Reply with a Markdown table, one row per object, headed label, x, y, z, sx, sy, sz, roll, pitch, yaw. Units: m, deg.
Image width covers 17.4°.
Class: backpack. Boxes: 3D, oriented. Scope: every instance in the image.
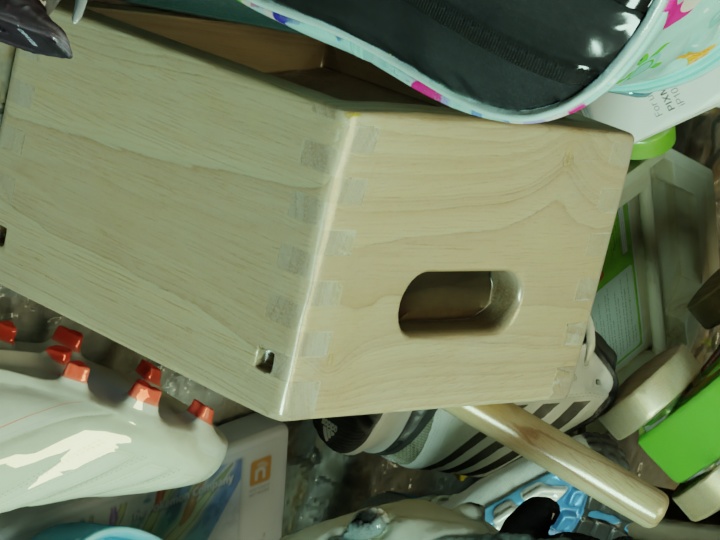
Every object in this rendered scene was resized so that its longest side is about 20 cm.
| label | x | y | z | sx | sy | sz | roll | pitch | yaw |
| --- | --- | --- | --- | --- | --- | --- | --- | --- | --- |
| backpack | 0.043 | -0.141 | 0.688 | 0.150 | 0.200 | 0.178 | -11 | 126 | -47 |

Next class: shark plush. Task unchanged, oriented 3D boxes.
| label | x | y | z | sx | sy | sz | roll | pitch | yaw |
| --- | --- | --- | --- | --- | --- | --- | --- | --- | --- |
| shark plush | 0.021 | 0.126 | 0.843 | 0.091 | 0.200 | 0.084 | 11 | 63 | -63 |

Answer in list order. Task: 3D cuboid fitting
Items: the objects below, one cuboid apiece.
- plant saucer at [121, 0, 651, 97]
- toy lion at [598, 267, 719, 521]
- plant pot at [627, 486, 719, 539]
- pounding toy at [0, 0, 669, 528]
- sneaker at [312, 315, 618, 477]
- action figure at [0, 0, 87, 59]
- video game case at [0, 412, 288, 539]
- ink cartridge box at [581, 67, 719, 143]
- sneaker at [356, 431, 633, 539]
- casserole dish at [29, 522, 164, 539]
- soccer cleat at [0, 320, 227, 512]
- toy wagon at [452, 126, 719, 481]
| label | x | y | z | sx | sy | sz | roll | pitch | yaw |
| --- | --- | --- | --- | --- | --- | --- | --- | --- | --- |
| plant saucer | 0.017 | -0.093 | 0.824 | 0.199 | 0.070 | 0.019 | 8 | 79 | -11 |
| toy lion | 0.212 | 0.000 | 1.010 | 0.192 | 0.069 | 0.200 | -44 | 178 | 34 |
| plant pot | 0.124 | 0.147 | 1.040 | 0.201 | 0.200 | 0.093 | 5 | 96 | -50 |
| pounding toy | 0.000 | 0.000 | 0.834 | 0.200 | 0.184 | 0.143 | 0 | 107 | -49 |
| sneaker | 0.064 | -0.008 | 0.969 | 0.115 | 0.076 | 0.201 | 18 | 98 | -33 |
| action figure | -0.081 | -0.171 | 0.754 | 0.130 | 0.069 | 0.200 | 43 | 70 | -42 |
| video game case | -0.108 | 0.165 | 0.918 | 0.200 | 0.022 | 0.183 | -18 | 120 | -43 |
| ink cartridge box | 0.179 | -0.131 | 0.906 | 0.083 | 0.200 | 0.146 | 63 | 25 | -5 |
| sneaker | 0.030 | 0.115 | 0.957 | 0.075 | 0.087 | 0.200 | 20 | 130 | -35 |
| casserole dish | -0.092 | 0.165 | 0.890 | 0.121 | 0.039 | 0.200 | -59 | 140 | -11 |
| soccer cleat | -0.133 | 0.058 | 0.809 | 0.200 | 0.069 | 0.078 | 14 | 102 | -44 |
| toy wagon | 0.094 | 0.023 | 1.070 | 0.200 | 0.040 | 0.156 | -35 | 131 | -33 |
